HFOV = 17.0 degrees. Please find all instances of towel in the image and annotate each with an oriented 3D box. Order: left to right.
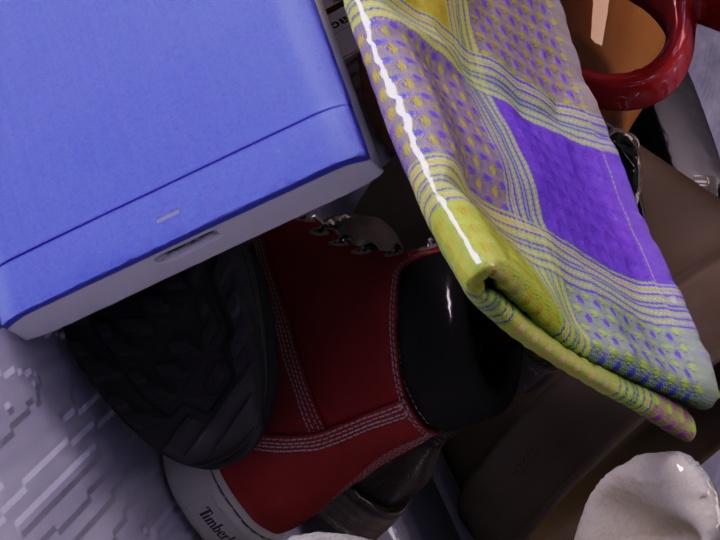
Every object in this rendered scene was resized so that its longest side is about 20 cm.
[{"bbox_3d":[0.049,-0.049,0.795,0.143,0.023,0.201,31,33,-44],"label":"towel"}]

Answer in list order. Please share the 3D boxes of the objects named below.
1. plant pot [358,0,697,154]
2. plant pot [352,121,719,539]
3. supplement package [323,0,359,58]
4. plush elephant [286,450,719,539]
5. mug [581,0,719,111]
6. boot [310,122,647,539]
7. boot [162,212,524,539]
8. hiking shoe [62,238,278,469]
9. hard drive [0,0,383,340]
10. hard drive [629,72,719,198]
[{"bbox_3d":[0.079,-0.133,1.251,0.200,0.199,0.140,51,38,-33],"label":"plant pot"},{"bbox_3d":[0.089,0.014,1.091,0.174,0.200,0.200,50,14,17],"label":"plant pot"},{"bbox_3d":[-0.072,-0.201,0.962,0.200,0.147,0.192,50,22,-35],"label":"supplement package"},{"bbox_3d":[0.052,0.140,0.737,0.200,0.154,0.165,20,45,-65],"label":"plush elephant"},{"bbox_3d":[0.104,-0.180,1.099,0.178,0.199,0.134,-52,154,-44],"label":"mug"},{"bbox_3d":[0.047,0.003,0.946,0.069,0.174,0.200,33,30,-24],"label":"boot"},{"bbox_3d":[0.000,0.000,0.886,0.072,0.144,0.201,47,22,-35],"label":"boot"},{"bbox_3d":[-0.065,-0.023,0.847,0.101,0.076,0.201,18,47,-61],"label":"hiking shoe"},{"bbox_3d":[-0.084,-0.094,0.798,0.025,0.131,0.201,40,28,-65],"label":"hard drive"},{"bbox_3d":[0.134,-0.064,1.378,0.042,0.135,0.201,16,50,-46],"label":"hard drive"}]
